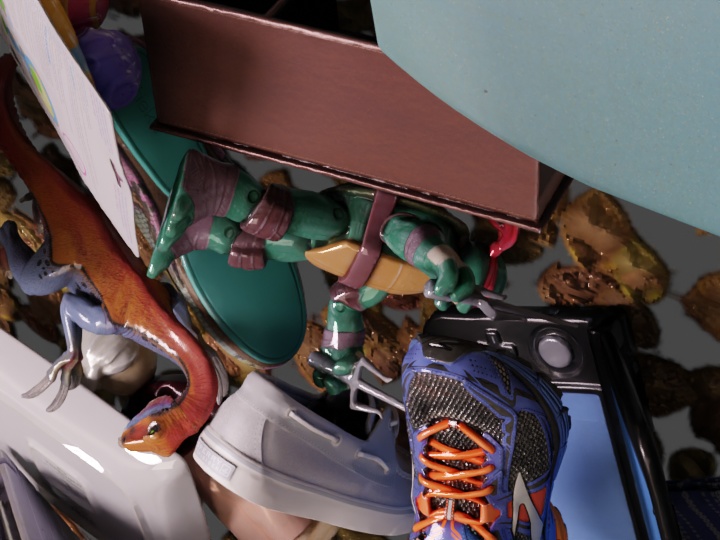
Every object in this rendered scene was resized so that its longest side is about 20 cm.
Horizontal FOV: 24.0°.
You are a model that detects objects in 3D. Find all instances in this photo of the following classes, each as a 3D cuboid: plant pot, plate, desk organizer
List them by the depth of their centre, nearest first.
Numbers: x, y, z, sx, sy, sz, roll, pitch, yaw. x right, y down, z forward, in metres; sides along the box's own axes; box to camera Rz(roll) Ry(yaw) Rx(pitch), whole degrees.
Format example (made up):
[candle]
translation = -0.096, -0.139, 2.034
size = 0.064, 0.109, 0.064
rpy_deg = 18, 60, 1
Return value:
[plant pot]
translation = 0.104, -0.117, 0.617
size = 0.199, 0.141, 0.142
rpy_deg = 18, 138, 29
[desk organizer]
translation = 0.002, -0.091, 0.763
size = 0.199, 0.072, 0.077
rpy_deg = 16, 135, 21
[plate]
translation = -0.180, 0.123, 1.080
size = 0.199, 0.032, 0.200
rpy_deg = 31, 154, 21

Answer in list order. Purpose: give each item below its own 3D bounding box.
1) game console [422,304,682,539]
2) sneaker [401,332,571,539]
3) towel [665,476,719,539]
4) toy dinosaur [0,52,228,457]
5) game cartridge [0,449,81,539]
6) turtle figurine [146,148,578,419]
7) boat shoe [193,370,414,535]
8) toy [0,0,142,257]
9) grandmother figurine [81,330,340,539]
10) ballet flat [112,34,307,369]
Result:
[game console]
translation = 0.107, 0.130, 0.855
size = 0.175, 0.116, 0.201
rpy_deg = 0, 120, 34
[sneaker]
translation = 0.055, 0.109, 0.787
size = 0.075, 0.079, 0.201
rpy_deg = 9, 136, 27
[towel]
translation = 0.165, 0.177, 0.958
size = 0.199, 0.024, 0.145
rpy_deg = -12, 123, 41
[toy dinosaur]
translation = -0.143, 0.012, 0.893
size = 0.181, 0.105, 0.201
rpy_deg = 28, 145, 44
[game cartridge]
translation = -0.185, 0.205, 1.056
size = 0.130, 0.038, 0.200
rpy_deg = 60, 174, -27
[turtle figurine]
translation = 0.000, 0.000, 0.828
size = 0.199, 0.101, 0.150
rpy_deg = 17, 145, -7
[boat shoe]
translation = -0.012, 0.093, 0.923
size = 0.072, 0.069, 0.200
rpy_deg = 37, -171, 40
[toy]
translation = -0.141, -0.117, 0.797
size = 0.200, 0.047, 0.115
rpy_deg = 52, 162, 26
[grandmother figurine]
translation = -0.106, 0.104, 1.048
size = 0.121, 0.061, 0.200
rpy_deg = -31, 106, 34
[ballet flat]
translation = -0.096, -0.036, 0.899
size = 0.071, 0.069, 0.201
rpy_deg = 3, 130, 57
